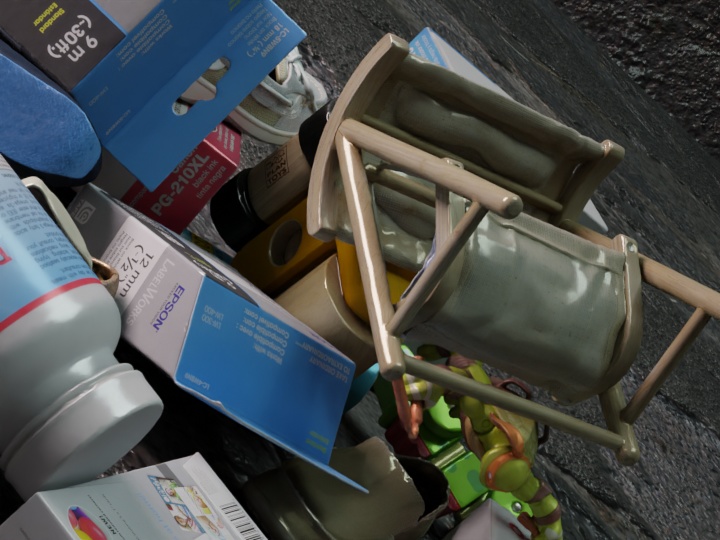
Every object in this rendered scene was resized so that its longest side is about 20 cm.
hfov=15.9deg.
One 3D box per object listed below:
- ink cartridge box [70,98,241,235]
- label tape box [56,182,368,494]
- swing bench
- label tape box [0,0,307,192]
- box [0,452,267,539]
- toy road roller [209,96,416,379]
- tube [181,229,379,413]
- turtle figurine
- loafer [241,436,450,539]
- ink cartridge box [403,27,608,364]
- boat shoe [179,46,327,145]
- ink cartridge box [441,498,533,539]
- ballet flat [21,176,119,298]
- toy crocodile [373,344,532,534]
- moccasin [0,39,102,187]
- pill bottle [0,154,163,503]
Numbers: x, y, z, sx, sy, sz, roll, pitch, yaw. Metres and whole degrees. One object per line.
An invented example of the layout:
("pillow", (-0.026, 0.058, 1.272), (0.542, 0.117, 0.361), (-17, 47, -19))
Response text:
("ink cartridge box", (-0.177, -0.121, 1.652), (0.200, 0.084, 0.145), (38, 16, -14))
("label tape box", (-0.079, 0.038, 1.487), (0.143, 0.066, 0.200), (33, 0, -45))
("swing bench", (0.087, -0.013, 1.529), (0.199, 0.130, 0.200), (22, 22, -34))
("label tape box", (-0.147, -0.169, 1.531), (0.200, 0.144, 0.063), (43, -13, 3))
("box", (-0.085, 0.171, 1.293), (0.156, 0.041, 0.200), (50, 14, 10))
("toy road roller", (0.000, 0.000, 1.651), (0.146, 0.123, 0.200), (26, 42, -35))
("tube", (-0.078, 0.021, 1.693), (0.200, 0.050, 0.077), (35, 10, -18))
("turtle figurine", (0.074, 0.086, 1.565), (0.200, 0.064, 0.161), (48, 11, -26))
("loafer", (-0.006, 0.135, 1.547), (0.076, 0.068, 0.200), (52, 16, 15))
("ink cartridge box", (0.042, -0.036, 1.856), (0.147, 0.200, 0.146), (38, 17, -33))
("boat shoe", (-0.077, -0.136, 1.658), (0.202, 0.065, 0.074), (24, 25, -52))
("ink cartridge box", (0.098, 0.245, 1.530), (0.148, 0.086, 0.200), (46, 13, -9))
("ballet flat", (-0.212, -0.038, 1.412), (0.200, 0.067, 0.068), (41, 18, -24))
("toy crocodile", (0.062, 0.138, 1.729), (0.062, 0.068, 0.200), (-29, 83, -29))
("moccasin", (-0.236, -0.107, 1.496), (0.200, 0.080, 0.068), (42, -7, 13))
("pill bottle", (-0.189, 0.015, 1.264), (0.200, 0.109, 0.109), (50, 15, 11))
